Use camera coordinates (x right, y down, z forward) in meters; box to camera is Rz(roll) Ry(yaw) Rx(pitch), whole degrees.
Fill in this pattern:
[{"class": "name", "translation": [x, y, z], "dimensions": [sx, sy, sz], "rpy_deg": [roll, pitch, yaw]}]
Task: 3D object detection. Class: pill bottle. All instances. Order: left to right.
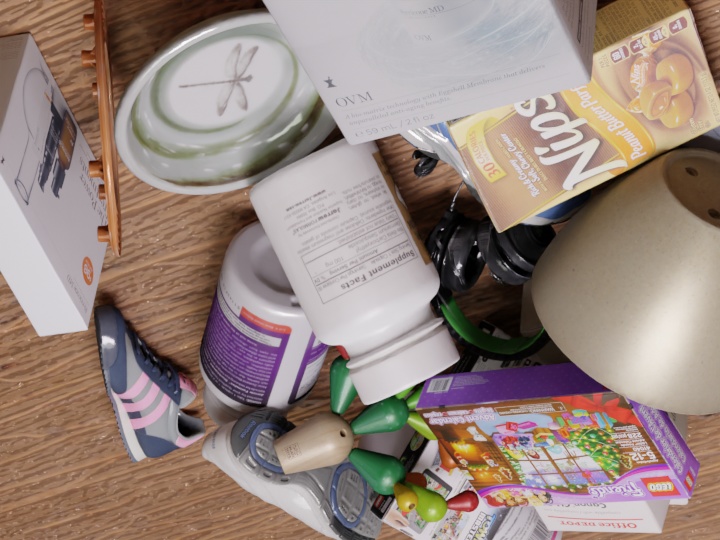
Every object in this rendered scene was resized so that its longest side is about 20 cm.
[{"class": "pill bottle", "translation": [-0.083, 0.057, 1.833], "dimensions": [0.111, 0.112, 0.201], "rpy_deg": [14, 138, -6]}, {"class": "pill bottle", "translation": [0.000, 0.000, 1.687], "dimensions": [0.114, 0.114, 0.201], "rpy_deg": [-25, 90, 32]}, {"class": "pill bottle", "translation": [0.093, 0.208, 1.964], "dimensions": [0.113, 0.114, 0.200], "rpy_deg": [-24, 127, 32]}]

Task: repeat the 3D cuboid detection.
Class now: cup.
[{"class": "cup", "translation": [0.252, -0.009, 1.616], "dimensions": [0.199, 0.201, 0.144], "rpy_deg": [18, 129, -9]}]

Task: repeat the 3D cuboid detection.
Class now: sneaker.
[{"class": "sneaker", "translation": [-0.198, 0.098, 1.945], "dimensions": [0.081, 0.070, 0.201], "rpy_deg": [-12, 139, -1]}, {"class": "sneaker", "translation": [-0.058, 0.187, 1.874], "dimensions": [0.200, 0.075, 0.087], "rpy_deg": [40, 152, -29]}, {"class": "sneaker", "translation": [0.111, -0.104, 1.649], "dimensions": [0.199, 0.076, 0.077], "rpy_deg": [30, 138, -23]}]

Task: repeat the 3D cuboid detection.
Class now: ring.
[{"class": "ring", "translation": [-0.201, -0.111, 1.605], "dimensions": [0.019, 0.201, 0.201], "rpy_deg": [-4, 138, -4]}]

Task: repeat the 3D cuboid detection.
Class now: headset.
[{"class": "headset", "translation": [0.097, -0.015, 1.712], "dimensions": [0.123, 0.094, 0.201], "rpy_deg": [-7, 107, 34]}]

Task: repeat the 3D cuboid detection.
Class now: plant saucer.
[{"class": "plant saucer", "translation": [-0.104, -0.143, 1.633], "dimensions": [0.199, 0.050, 0.201], "rpy_deg": [-17, 145, -12]}]

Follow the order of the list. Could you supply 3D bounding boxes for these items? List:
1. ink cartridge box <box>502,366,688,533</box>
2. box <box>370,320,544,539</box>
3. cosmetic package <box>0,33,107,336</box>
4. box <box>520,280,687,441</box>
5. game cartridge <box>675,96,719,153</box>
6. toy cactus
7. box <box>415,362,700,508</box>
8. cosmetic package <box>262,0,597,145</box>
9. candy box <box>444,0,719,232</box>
[{"class": "ink cartridge box", "translation": [0.202, 0.170, 1.819], "dimensions": [0.116, 0.068, 0.200], "rpy_deg": [-2, 139, 32]}, {"class": "box", "translation": [0.106, 0.159, 1.871], "dimensions": [0.110, 0.035, 0.201], "rpy_deg": [32, 89, -23]}, {"class": "cosmetic package", "translation": [-0.267, -0.069, 1.700], "dimensions": [0.051, 0.152, 0.201], "rpy_deg": [-6, 136, 17]}, {"class": "box", "translation": [0.217, 0.078, 1.826], "dimensions": [0.068, 0.083, 0.200], "rpy_deg": [-18, 132, 27]}, {"class": "game cartridge", "translation": [0.361, -0.108, 1.631], "dimensions": [0.199, 0.041, 0.133], "rpy_deg": [-26, 124, 33]}, {"class": "toy cactus", "translation": [0.007, 0.136, 1.787], "dimensions": [0.164, 0.102, 0.201], "rpy_deg": [-22, 96, -2]}, {"class": "box", "translation": [0.162, 0.137, 1.707], "dimensions": [0.199, 0.039, 0.137], "rpy_deg": [-8, 133, 36]}, {"class": "cosmetic package", "translation": [0.045, -0.219, 1.503], "dimensions": [0.198, 0.124, 0.200], "rpy_deg": [-13, 132, 23]}, {"class": "candy box", "translation": [0.169, -0.125, 1.580], "dimensions": [0.199, 0.055, 0.116], "rpy_deg": [-26, 128, 3]}]
